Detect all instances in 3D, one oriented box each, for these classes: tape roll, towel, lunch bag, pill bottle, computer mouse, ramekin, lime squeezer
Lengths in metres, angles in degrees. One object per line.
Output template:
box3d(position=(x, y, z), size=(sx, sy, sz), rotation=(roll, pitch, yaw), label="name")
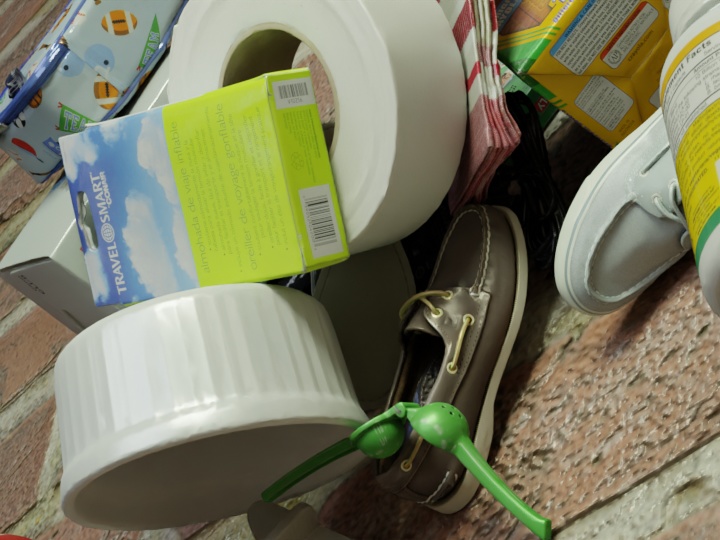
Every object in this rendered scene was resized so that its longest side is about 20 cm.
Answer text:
box3d(position=(-0.031, -0.107, 1.233), size=(0.071, 0.203, 0.202), rotation=(-16, -13, -46), label="tape roll")
box3d(position=(0.065, -0.149, 1.243), size=(0.144, 0.023, 0.201), rotation=(118, 147, -73), label="towel")
box3d(position=(-0.198, -0.160, 1.427), size=(0.201, 0.075, 0.160), rotation=(-58, 15, -27), label="lunch bag")
box3d(position=(0.215, -0.070, 1.004), size=(0.113, 0.112, 0.201), rotation=(-40, 39, 33), label="pill bottle")
box3d(position=(0.070, -0.014, 1.320), size=(0.200, 0.053, 0.139), rotation=(-38, 51, 33), label="computer mouse")
box3d(position=(-0.097, 0.086, 1.223), size=(0.200, 0.200, 0.098), rotation=(-33, 63, 42), label="ramekin")
box3d(position=(0.027, 0.112, 1.158), size=(0.199, 0.071, 0.038), rotation=(3, 14, 32), label="lime squeezer")

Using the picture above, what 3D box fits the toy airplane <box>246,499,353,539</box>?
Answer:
box3d(position=(-0.082, 0.233, 1.210), size=(0.200, 0.198, 0.142), rotation=(-98, 6, -67), label="toy airplane")

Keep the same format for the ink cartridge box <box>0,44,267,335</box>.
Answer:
box3d(position=(-0.137, -0.040, 1.398), size=(0.201, 0.145, 0.144), rotation=(-58, 19, -17), label="ink cartridge box")

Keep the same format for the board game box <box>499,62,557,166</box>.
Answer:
box3d(position=(0.085, -0.104, 1.440), size=(0.200, 0.029, 0.135), rotation=(-54, 23, 7), label="board game box")

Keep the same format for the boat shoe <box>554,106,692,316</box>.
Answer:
box3d(position=(0.188, -0.055, 1.124), size=(0.201, 0.070, 0.072), rotation=(-52, 19, 4), label="boat shoe")

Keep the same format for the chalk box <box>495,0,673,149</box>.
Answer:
box3d(position=(0.152, -0.168, 1.271), size=(0.125, 0.123, 0.200), rotation=(-53, 24, 8), label="chalk box")

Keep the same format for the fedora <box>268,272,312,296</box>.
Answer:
box3d(position=(-0.044, 0.019, 1.450), size=(0.201, 0.091, 0.201), rotation=(-45, 19, 20), label="fedora")

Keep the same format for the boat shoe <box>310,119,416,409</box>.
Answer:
box3d(position=(0.000, 0.000, 1.322), size=(0.063, 0.072, 0.201), rotation=(69, -168, -73), label="boat shoe")

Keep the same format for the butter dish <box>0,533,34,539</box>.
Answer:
box3d(position=(-0.273, 0.265, 1.430), size=(0.201, 0.147, 0.199), rotation=(-57, -17, -3), label="butter dish")

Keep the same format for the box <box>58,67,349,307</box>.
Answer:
box3d(position=(-0.102, -0.048, 1.231), size=(0.199, 0.048, 0.123), rotation=(-10, 93, 43), label="box")

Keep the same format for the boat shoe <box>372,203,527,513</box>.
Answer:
box3d(position=(0.054, 0.047, 1.219), size=(0.072, 0.059, 0.201), rotation=(-8, 65, 57), label="boat shoe")
